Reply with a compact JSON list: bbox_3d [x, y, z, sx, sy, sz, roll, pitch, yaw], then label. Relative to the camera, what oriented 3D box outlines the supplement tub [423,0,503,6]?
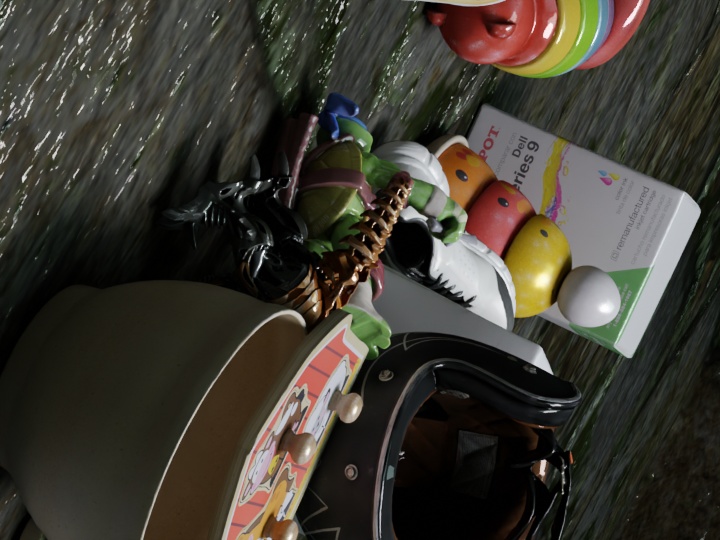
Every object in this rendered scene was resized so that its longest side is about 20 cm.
[{"bbox_3d":[0.059,-0.244,1.616,0.146,0.144,0.200,-68,164,11],"label":"supplement tub"}]

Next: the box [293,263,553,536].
[{"bbox_3d":[0.022,0.120,1.922,0.200,0.199,0.171,-61,162,-10],"label":"box"}]

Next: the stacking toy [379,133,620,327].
[{"bbox_3d":[0.123,-0.011,2.046,0.147,0.199,0.147,-56,162,-29],"label":"stacking toy"}]

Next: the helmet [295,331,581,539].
[{"bbox_3d":[0.044,0.133,1.716,0.200,0.189,0.202,-172,-90,-84],"label":"helmet"}]

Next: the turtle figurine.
[{"bbox_3d":[0.000,0.000,1.734,0.201,0.143,0.195,90,10,-45],"label":"turtle figurine"}]

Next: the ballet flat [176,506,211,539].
[{"bbox_3d":[-0.133,0.239,1.621,0.070,0.067,0.201,-22,141,-33],"label":"ballet flat"}]

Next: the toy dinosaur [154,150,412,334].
[{"bbox_3d":[-0.052,0.003,1.611,0.199,0.136,0.102,-33,172,-2],"label":"toy dinosaur"}]

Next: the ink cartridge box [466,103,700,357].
[{"bbox_3d":[0.168,-0.035,2.159,0.146,0.199,0.087,-64,160,0],"label":"ink cartridge box"}]

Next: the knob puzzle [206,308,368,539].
[{"bbox_3d":[-0.043,0.119,1.539,0.221,0.030,0.220,-60,167,-24],"label":"knob puzzle"}]

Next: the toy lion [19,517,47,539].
[{"bbox_3d":[-0.142,0.128,1.685,0.200,0.068,0.193,38,71,-73],"label":"toy lion"}]

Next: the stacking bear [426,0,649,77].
[{"bbox_3d":[0.129,-0.206,1.970,0.199,0.121,0.115,-14,121,-58],"label":"stacking bear"}]

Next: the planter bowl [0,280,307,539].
[{"bbox_3d":[-0.136,0.088,1.498,0.201,0.134,0.201,-55,161,-29],"label":"planter bowl"}]

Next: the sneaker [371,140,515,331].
[{"bbox_3d":[0.057,-0.004,1.950,0.200,0.073,0.080,54,32,-33],"label":"sneaker"}]
